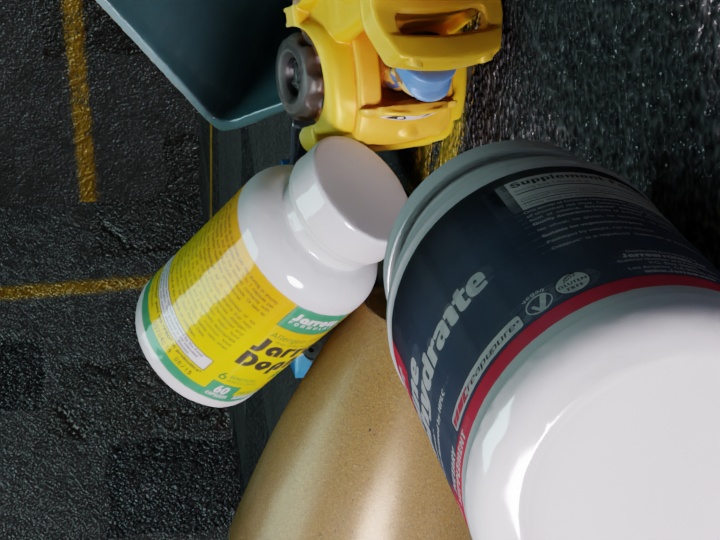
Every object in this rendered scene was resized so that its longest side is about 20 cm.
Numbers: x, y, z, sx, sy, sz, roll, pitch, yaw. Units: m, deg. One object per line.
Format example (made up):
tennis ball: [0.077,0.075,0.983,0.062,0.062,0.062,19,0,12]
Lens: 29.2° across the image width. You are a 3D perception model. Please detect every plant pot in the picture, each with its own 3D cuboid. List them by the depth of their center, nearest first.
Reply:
plant pot: [0.017,0.121,0.980,0.187,0.184,0.202,-119,41,-66]
plant pot: [-0.072,-0.267,1.083,0.196,0.195,0.202,46,-132,-32]

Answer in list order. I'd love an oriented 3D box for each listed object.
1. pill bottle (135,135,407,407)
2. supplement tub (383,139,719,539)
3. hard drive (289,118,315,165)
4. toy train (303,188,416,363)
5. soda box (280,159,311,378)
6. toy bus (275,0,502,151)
pill bottle: [-0.058,0.000,0.943,0.200,0.112,0.114,-40,47,35]
supplement tub: [0.089,0.037,0.580,0.200,0.138,0.142,-115,23,-63]
hard drive: [-0.018,-0.138,1.186,0.136,0.042,0.201,96,-170,-46]
toy train: [0.000,0.000,1.091,0.200,0.084,0.115,-58,-21,-64]
soda box: [-0.038,-0.003,1.322,0.064,0.067,0.203,-125,32,-71]
toy bus: [0.034,-0.177,0.887,0.191,0.134,0.203,11,107,63]
